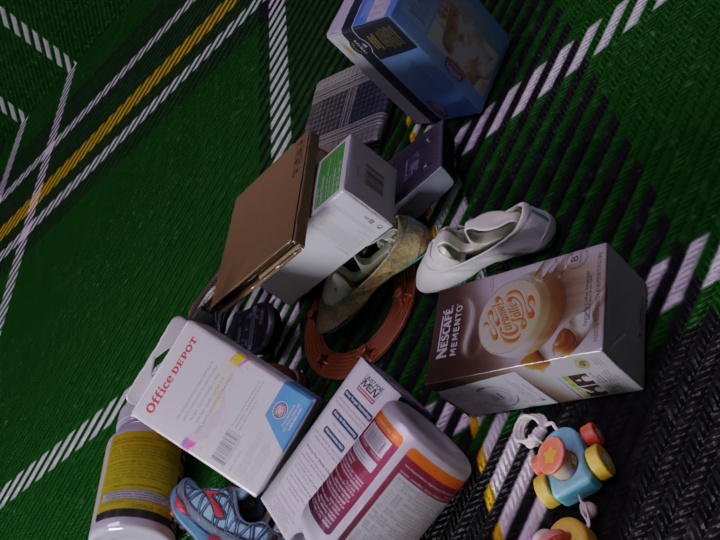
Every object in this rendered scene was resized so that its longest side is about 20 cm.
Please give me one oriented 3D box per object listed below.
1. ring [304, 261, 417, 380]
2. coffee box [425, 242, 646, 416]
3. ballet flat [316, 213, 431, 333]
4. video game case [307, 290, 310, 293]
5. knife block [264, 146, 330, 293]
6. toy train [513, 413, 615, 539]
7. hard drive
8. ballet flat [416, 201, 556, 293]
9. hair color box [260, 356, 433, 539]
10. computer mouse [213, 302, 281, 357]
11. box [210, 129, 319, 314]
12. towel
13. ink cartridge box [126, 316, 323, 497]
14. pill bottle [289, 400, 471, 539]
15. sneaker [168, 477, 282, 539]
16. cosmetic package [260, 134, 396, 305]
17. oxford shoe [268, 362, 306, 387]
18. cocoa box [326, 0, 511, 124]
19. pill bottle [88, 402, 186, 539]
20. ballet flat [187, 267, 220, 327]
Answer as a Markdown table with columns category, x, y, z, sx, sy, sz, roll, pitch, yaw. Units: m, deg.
| category | x | y | z | sx | sy | sz | roll | pitch | yaw |
| --- | --- | --- | --- | --- | --- | --- | --- | --- | --- |
| ring | -0.006 | 0.046 | 1.119 | 0.200 | 0.019 | 0.202 | -32 | 39 | 31 |
| coffee box | 0.168 | 0.064 | 0.835 | 0.199 | 0.079 | 0.115 | -19 | 47 | 41 |
| ballet flat | 0.000 | 0.000 | 1.077 | 0.200 | 0.070 | 0.071 | -40 | 36 | 21 |
| video game case | -0.055 | -0.059 | 1.216 | 0.202 | 0.017 | 0.143 | -66 | 14 | -11 |
| knife block | -0.096 | -0.064 | 1.210 | 0.177 | 0.063 | 0.200 | -69 | 14 | -18 |
| toy train | 0.141 | 0.215 | 0.760 | 0.149 | 0.055 | 0.202 | 0 | 62 | 50 |
| hard drive | 0.046 | -0.101 | 1.139 | 0.199 | 0.042 | 0.136 | -37 | 26 | 29 |
| ballet flat | 0.127 | -0.032 | 0.982 | 0.199 | 0.069 | 0.070 | -22 | 45 | 39 |
| hair color box | -0.017 | 0.209 | 0.955 | 0.201 | 0.060 | 0.100 | -55 | 34 | 1 |
| computer mouse | -0.159 | 0.067 | 1.259 | 0.199 | 0.046 | 0.142 | -24 | 56 | 51 |
| box | -0.116 | -0.061 | 1.058 | 0.163 | 0.021 | 0.201 | -37 | 33 | 35 |
| towel | -0.016 | -0.256 | 1.389 | 0.199 | 0.034 | 0.195 | -12 | 55 | 43 |
| ink cartridge box | -0.163 | 0.155 | 1.029 | 0.129 | 0.199 | 0.125 | -57 | -7 | -5 |
| pill bottle | 0.010 | 0.238 | 0.852 | 0.201 | 0.109 | 0.110 | -52 | 34 | 4 |
| sneaker | -0.158 | 0.302 | 1.051 | 0.096 | 0.079 | 0.199 | -49 | 41 | -10 |
| cosmetic package | -0.050 | -0.058 | 1.064 | 0.199 | 0.085 | 0.108 | -36 | 33 | 33 |
| oxford shoe | -0.165 | 0.181 | 1.153 | 0.200 | 0.071 | 0.072 | -40 | 38 | 23 |
| cocoa box | 0.082 | -0.312 | 1.157 | 0.130 | 0.199 | 0.134 | 0 | 60 | 50 |
| pill bottle | -0.302 | 0.287 | 1.189 | 0.114 | 0.114 | 0.202 | -32 | 40 | 30 |
| ballet flat | -0.208 | 0.016 | 1.356 | 0.200 | 0.067 | 0.047 | -50 | 38 | 18 |
